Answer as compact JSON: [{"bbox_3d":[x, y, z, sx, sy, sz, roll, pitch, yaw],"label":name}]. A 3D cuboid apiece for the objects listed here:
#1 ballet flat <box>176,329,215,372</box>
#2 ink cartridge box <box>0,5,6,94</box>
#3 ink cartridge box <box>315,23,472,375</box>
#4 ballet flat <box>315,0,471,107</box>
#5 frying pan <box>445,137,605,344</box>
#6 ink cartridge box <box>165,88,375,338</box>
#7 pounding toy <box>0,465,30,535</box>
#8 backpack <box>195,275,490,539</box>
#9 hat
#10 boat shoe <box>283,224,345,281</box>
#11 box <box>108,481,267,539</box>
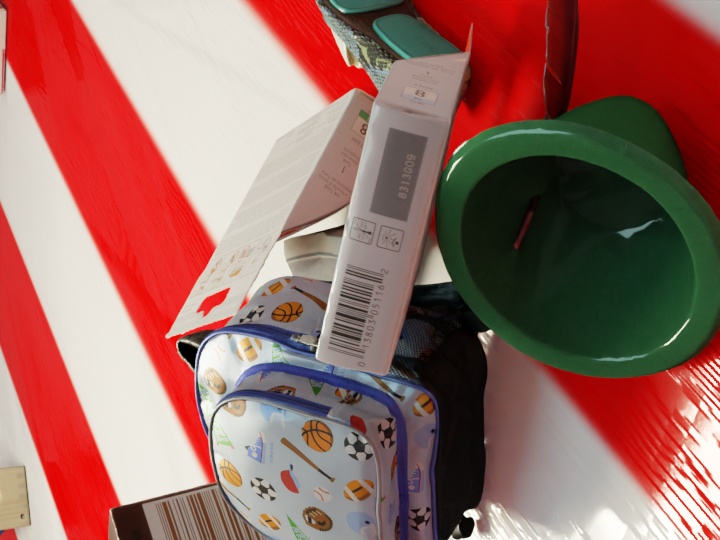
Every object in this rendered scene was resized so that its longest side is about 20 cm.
[{"bbox_3d":[-0.124,0.134,1.310,0.200,0.056,0.067,58,143,44],"label":"ballet flat"},{"bbox_3d":[-0.650,-0.390,2.272,0.200,0.084,0.146,44,131,53],"label":"ink cartridge box"},{"bbox_3d":[0.025,-0.054,0.829,0.200,0.047,0.161,-72,-5,-64],"label":"ink cartridge box"},{"bbox_3d":[0.013,-0.163,0.983,0.200,0.074,0.075,-121,37,-46],"label":"ballet flat"},{"bbox_3d":[0.103,-0.024,0.855,0.190,0.031,0.116,16,110,60],"label":"frying pan"},{"bbox_3d":[-0.062,-0.031,1.057,0.161,0.050,0.201,-20,41,62],"label":"ink cartridge box"},{"bbox_3d":[-0.653,0.409,2.277,0.200,0.183,0.143,-22,74,62],"label":"pounding toy"},{"bbox_3d":[-0.020,0.100,0.915,0.190,0.154,0.201,21,126,30],"label":"backpack"},{"bbox_3d":[0.146,-0.069,0.765,0.165,0.176,0.201,17,138,18],"label":"hat"},{"bbox_3d":[-0.001,0.000,1.043,0.201,0.070,0.072,-4,100,68],"label":"boat shoe"},{"bbox_3d":[-0.116,0.300,1.165,0.201,0.165,0.165,100,151,-47],"label":"box"}]
